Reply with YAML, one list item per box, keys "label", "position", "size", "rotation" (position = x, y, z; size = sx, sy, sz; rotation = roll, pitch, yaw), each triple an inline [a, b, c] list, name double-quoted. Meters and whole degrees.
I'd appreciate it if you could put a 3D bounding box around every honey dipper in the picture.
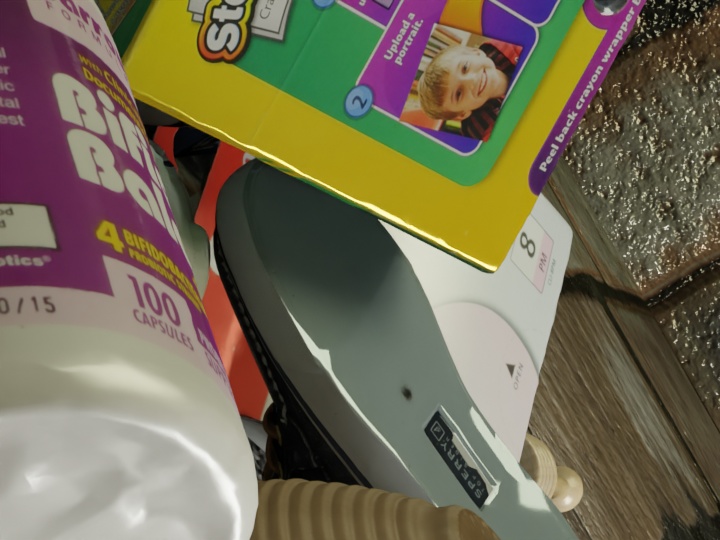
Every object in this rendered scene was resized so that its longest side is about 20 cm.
- label: "honey dipper"
  position: [0.078, 0.092, 1.175]
  size: [0.038, 0.038, 0.200]
  rotation: [62, 9, 11]

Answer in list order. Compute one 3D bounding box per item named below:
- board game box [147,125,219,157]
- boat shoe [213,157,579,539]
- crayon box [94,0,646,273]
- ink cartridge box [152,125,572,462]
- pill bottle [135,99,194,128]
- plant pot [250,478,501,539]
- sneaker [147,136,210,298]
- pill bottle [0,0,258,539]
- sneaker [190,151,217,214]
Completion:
- label: "board game box"
  position: [-0.087, -0.119, 1.217]
  size: [0.136, 0.035, 0.200]
  rotation: [60, 9, 1]
- label: "boat shoe"
  position: [-0.009, 0.060, 0.899]
  size: [0.200, 0.091, 0.071]
  rotation: [58, 39, -10]
- label: "crayon box"
  position: [0.018, -0.121, 0.817]
  size: [0.173, 0.200, 0.058]
  rotation: [26, 4, -41]
- label: "ink cartridge box"
  position: [0.000, 0.000, 0.987]
  size: [0.200, 0.057, 0.163]
  rotation: [48, 48, -43]
- label: "pill bottle"
  position: [-0.036, -0.105, 0.901]
  size: [0.200, 0.116, 0.116]
  rotation: [2, 49, -36]
- label: "plant pot"
  position: [0.015, 0.136, 0.799]
  size: [0.201, 0.093, 0.201]
  rotation: [56, 11, -17]
- label: "sneaker"
  position: [-0.079, -0.009, 0.803]
  size: [0.071, 0.073, 0.200]
  rotation: [54, 9, 2]
- label: "pill bottle"
  position: [-0.099, -0.010, 0.589]
  size: [0.112, 0.112, 0.200]
  rotation: [49, 15, -49]
- label: "sneaker"
  position: [0.017, -0.021, 1.105]
  size: [0.200, 0.090, 0.067]
  rotation: [20, 19, -44]
